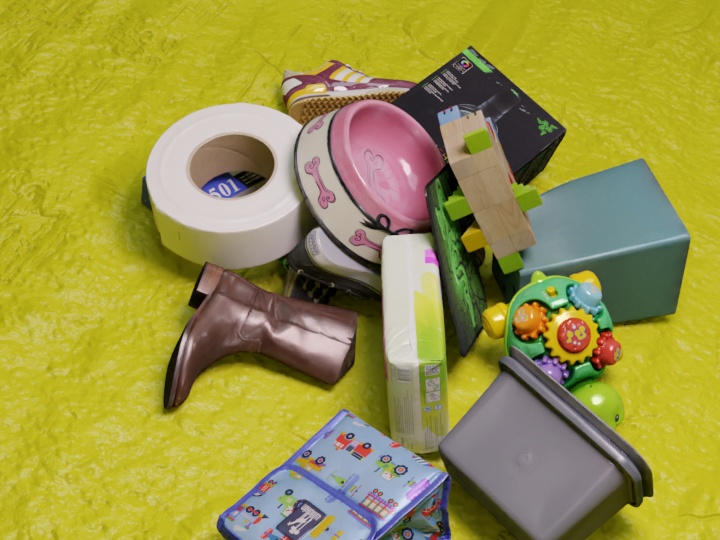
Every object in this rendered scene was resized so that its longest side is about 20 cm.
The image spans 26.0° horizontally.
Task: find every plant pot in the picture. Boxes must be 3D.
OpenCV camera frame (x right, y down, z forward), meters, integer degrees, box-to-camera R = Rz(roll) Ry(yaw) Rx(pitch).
[{"bbox_3d":[0.266,-0.018,1.867,0.200,0.141,0.141,-14,49,-11],"label":"plant pot"}]

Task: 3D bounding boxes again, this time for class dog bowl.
[{"bbox_3d":[0.022,-0.107,1.781,0.200,0.074,0.200,26,47,-31],"label":"dog bowl"}]

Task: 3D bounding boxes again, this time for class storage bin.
[{"bbox_3d":[0.184,0.204,1.624,0.134,0.146,0.200,-42,63,-10],"label":"storage bin"}]

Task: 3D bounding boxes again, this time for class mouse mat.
[{"bbox_3d":[0.111,-0.016,1.767,0.008,0.200,0.161,-10,13,18],"label":"mouse mat"}]

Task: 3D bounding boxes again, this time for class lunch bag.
[{"bbox_3d":[-0.032,0.249,1.535,0.200,0.094,0.151,-32,44,-34],"label":"lunch bag"}]

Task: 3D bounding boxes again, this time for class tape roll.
[{"bbox_3d":[-0.146,-0.099,1.806,0.202,0.071,0.203,-1,53,1],"label":"tape roll"}]

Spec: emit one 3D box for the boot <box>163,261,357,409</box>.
[{"bbox_3d":[-0.103,0.098,1.714,0.200,0.064,0.186,22,64,-11],"label":"boot"}]

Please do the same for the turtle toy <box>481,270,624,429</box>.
[{"bbox_3d":[0.233,0.094,1.743,0.146,0.101,0.200,-22,92,-11],"label":"turtle toy"}]

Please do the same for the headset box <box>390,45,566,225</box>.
[{"bbox_3d":[0.137,-0.167,1.981,0.174,0.093,0.200,44,55,13],"label":"headset box"}]

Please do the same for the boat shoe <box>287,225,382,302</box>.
[{"bbox_3d":[0.000,0.000,1.797,0.200,0.057,0.069,24,48,-41],"label":"boat shoe"}]

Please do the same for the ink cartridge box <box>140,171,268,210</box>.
[{"bbox_3d":[-0.164,-0.114,1.919,0.094,0.044,0.200,38,50,25],"label":"ink cartridge box"}]

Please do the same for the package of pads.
[{"bbox_3d":[0.059,0.082,1.700,0.068,0.155,0.200,-3,43,3],"label":"package of pads"}]

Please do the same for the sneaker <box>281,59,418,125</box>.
[{"bbox_3d":[-0.005,-0.242,2.065,0.200,0.075,0.090,-2,51,-17],"label":"sneaker"}]

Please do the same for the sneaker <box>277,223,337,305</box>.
[{"bbox_3d":[-0.072,-0.022,1.850,0.089,0.077,0.200,-10,44,27],"label":"sneaker"}]

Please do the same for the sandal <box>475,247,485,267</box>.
[{"bbox_3d":[0.074,-0.073,1.908,0.200,0.080,0.054,32,65,10],"label":"sandal"}]

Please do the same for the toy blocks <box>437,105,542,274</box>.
[{"bbox_3d":[0.141,-0.115,1.779,0.100,0.200,0.137,-22,39,10],"label":"toy blocks"}]
